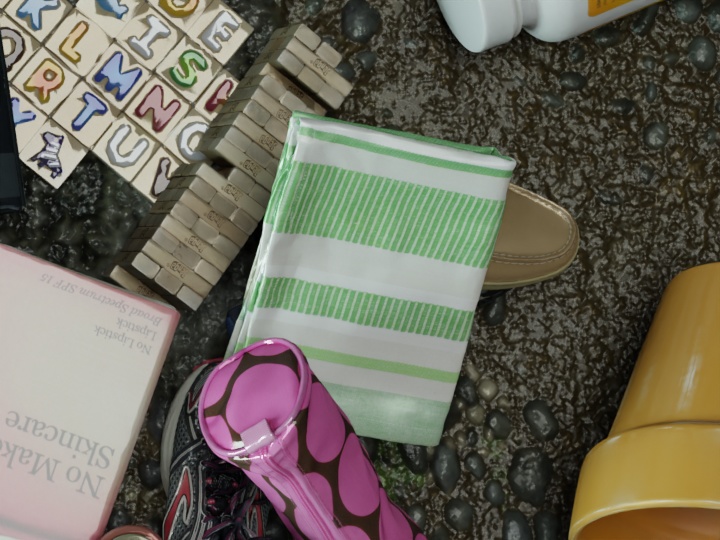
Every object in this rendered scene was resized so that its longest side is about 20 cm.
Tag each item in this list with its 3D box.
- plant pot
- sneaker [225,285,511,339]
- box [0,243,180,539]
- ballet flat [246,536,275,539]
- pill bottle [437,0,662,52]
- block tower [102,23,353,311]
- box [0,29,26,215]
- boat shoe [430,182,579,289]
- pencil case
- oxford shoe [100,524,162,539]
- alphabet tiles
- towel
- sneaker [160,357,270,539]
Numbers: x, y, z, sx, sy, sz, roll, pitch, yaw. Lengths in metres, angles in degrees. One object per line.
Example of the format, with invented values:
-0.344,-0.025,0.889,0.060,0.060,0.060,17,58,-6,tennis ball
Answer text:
0.244,0.102,1.672,0.199,0.200,0.184,16,65,-11,plant pot
0.000,0.000,1.682,0.199,0.077,0.086,-15,78,-22,sneaker
-0.206,0.100,1.593,0.127,0.109,0.201,20,79,-11,box
-0.039,0.256,1.597,0.073,0.073,0.201,-15,115,-15,ballet flat
0.149,-0.217,1.713,0.199,0.111,0.112,-23,90,-15,pill bottle
-0.081,-0.062,1.664,0.054,0.058,0.200,38,78,-16,block tower
-0.290,-0.105,1.562,0.200,0.046,0.160,-7,88,-56,box
0.049,-0.037,1.635,0.199,0.065,0.072,8,65,-15,boat shoe
-0.025,0.137,1.594,0.090,0.094,0.200,-17,130,21,pencil case
-0.136,0.243,1.571,0.070,0.075,0.201,3,103,4,oxford shoe
-0.169,-0.136,1.681,0.200,0.008,0.167,40,76,-6,alphabet tiles
0.004,0.009,1.601,0.152,0.023,0.201,9,110,-17,towel
-0.085,0.154,1.635,0.080,0.075,0.201,6,82,-13,sneaker
